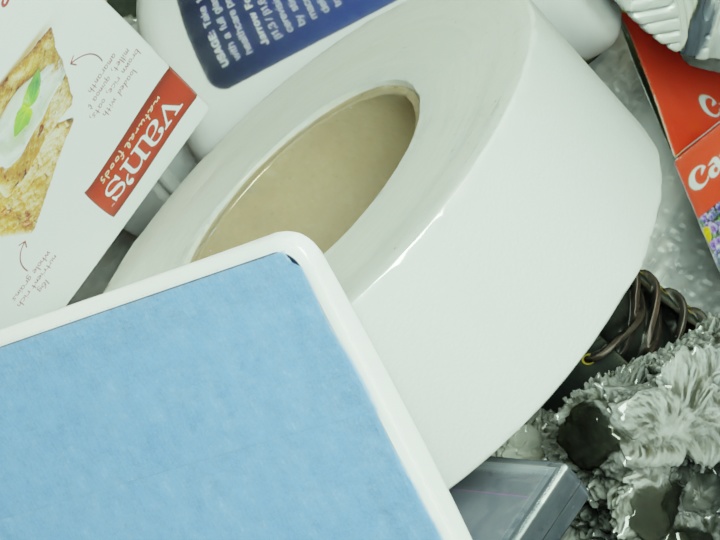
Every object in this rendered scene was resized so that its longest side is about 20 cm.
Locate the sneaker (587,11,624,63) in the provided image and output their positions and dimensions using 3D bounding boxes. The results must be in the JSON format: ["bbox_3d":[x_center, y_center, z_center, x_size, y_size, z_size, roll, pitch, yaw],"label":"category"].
[{"bbox_3d":[0.107,-0.178,1.166,0.074,0.081,0.201,19,67,4],"label":"sneaker"}]

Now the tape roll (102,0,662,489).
[{"bbox_3d":[0.000,0.000,0.944,0.071,0.202,0.203,45,67,-23],"label":"tape roll"}]

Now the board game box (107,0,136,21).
[{"bbox_3d":[-0.059,-0.152,1.172,0.199,0.028,0.136,1,67,-4],"label":"board game box"}]

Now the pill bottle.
[{"bbox_3d":[-0.013,-0.090,1.073,0.199,0.111,0.112,-26,68,18],"label":"pill bottle"}]

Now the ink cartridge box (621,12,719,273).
[{"bbox_3d":[0.179,-0.020,1.087,0.109,0.050,0.201,6,55,-44],"label":"ink cartridge box"}]

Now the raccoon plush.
[{"bbox_3d":[0.125,0.054,1.007,0.199,0.134,0.097,-28,99,-17],"label":"raccoon plush"}]

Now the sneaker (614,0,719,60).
[{"bbox_3d":[0.134,-0.141,1.095,0.198,0.080,0.130,14,28,-33],"label":"sneaker"}]

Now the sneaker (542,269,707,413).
[{"bbox_3d":[0.109,0.038,1.060,0.199,0.106,0.075,18,67,3],"label":"sneaker"}]

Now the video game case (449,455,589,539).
[{"bbox_3d":[-0.030,0.136,0.890,0.019,0.143,0.200,49,63,-28],"label":"video game case"}]

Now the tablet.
[{"bbox_3d":[-0.063,0.068,0.877,0.131,0.199,0.014,62,37,-12],"label":"tablet"}]

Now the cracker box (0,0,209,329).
[{"bbox_3d":[-0.143,-0.050,0.916,0.058,0.200,0.134,32,84,30],"label":"cracker box"}]
